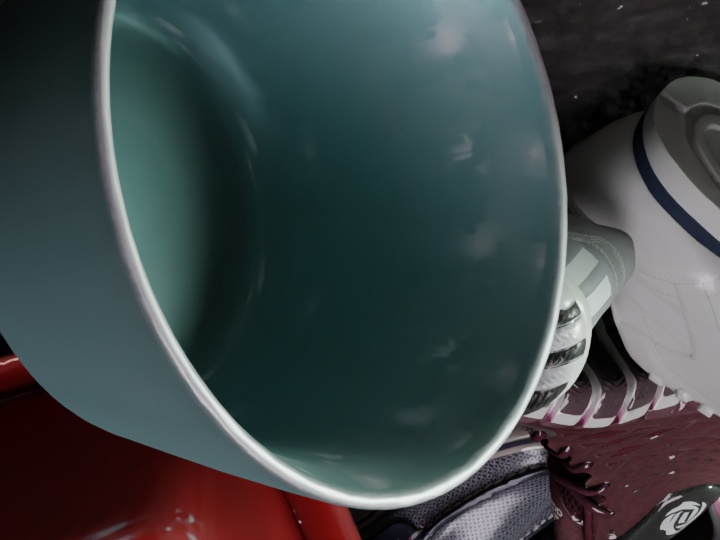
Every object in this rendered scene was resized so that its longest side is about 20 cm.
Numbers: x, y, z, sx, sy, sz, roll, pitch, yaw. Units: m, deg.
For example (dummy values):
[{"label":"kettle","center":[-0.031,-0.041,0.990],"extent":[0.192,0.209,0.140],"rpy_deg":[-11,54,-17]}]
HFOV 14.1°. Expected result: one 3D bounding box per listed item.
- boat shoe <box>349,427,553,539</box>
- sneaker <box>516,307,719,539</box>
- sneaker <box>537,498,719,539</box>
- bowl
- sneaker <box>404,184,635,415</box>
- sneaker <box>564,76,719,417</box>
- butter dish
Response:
[{"label":"boat shoe","center":[0.027,0.135,1.173],"extent":[0.075,0.093,0.200],"rpy_deg":[20,136,-39]},{"label":"sneaker","center":[0.071,0.063,1.071],"extent":[0.199,0.076,0.116],"rpy_deg":[5,128,-24]},{"label":"sneaker","center":[0.080,0.130,1.209],"extent":[0.200,0.070,0.082],"rpy_deg":[-30,147,13]},{"label":"bowl","center":[-0.040,-0.026,0.842],"extent":[0.105,0.202,0.201],"rpy_deg":[-12,153,39]},{"label":"sneaker","center":[0.000,0.000,0.982],"extent":[0.199,0.115,0.075],"rpy_deg":[8,116,26]},{"label":"sneaker","center":[0.145,0.027,1.000],"extent":[0.080,0.200,0.076],"rpy_deg":[-36,-175,38]},{"label":"butter dish","center":[-0.100,0.137,1.058],"extent":[0.199,0.148,0.200],"rpy_deg":[-16,128,8]}]
